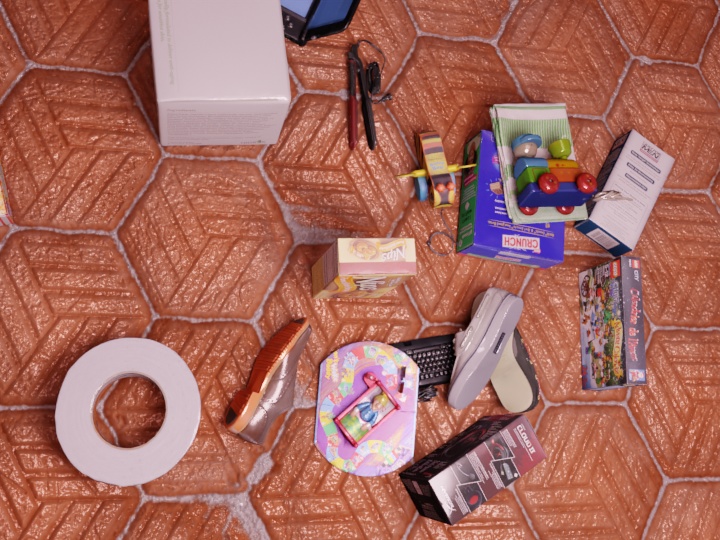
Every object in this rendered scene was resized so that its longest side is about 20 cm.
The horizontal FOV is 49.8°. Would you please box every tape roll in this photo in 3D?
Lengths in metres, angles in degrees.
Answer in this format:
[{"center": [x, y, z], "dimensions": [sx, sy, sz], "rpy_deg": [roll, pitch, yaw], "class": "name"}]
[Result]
[{"center": [-0.326, 0.199, 1.099], "dimensions": [0.196, 0.066, 0.205], "rpy_deg": [3, 76, -14], "class": "tape roll"}]

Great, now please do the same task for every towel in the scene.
[{"center": [0.296, -0.180, 1.285], "dimensions": [0.149, 0.023, 0.205], "rpy_deg": [-5, 79, -19], "class": "towel"}]

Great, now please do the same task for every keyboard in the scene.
[{"center": [0.087, 0.162, 1.227], "dimensions": [0.196, 0.040, 0.106], "rpy_deg": [-9, 80, -15], "class": "keyboard"}]

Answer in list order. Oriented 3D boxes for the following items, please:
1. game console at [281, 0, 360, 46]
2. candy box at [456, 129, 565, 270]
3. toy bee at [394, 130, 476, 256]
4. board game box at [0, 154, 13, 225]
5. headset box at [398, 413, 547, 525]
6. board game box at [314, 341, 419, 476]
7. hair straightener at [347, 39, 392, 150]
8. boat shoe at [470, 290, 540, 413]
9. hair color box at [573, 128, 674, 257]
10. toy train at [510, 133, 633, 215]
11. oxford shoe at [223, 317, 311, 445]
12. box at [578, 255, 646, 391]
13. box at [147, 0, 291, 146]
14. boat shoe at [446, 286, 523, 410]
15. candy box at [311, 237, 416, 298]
[{"center": [-0.075, -0.491, 1.288], "dimensions": [0.173, 0.116, 0.203], "rpy_deg": [25, 72, -8], "class": "game console"}, {"center": [0.258, -0.116, 1.312], "dimensions": [0.166, 0.077, 0.204], "rpy_deg": [10, 74, -14], "class": "candy box"}, {"center": [0.134, -0.146, 1.265], "dimensions": [0.129, 0.109, 0.202], "rpy_deg": [-29, 81, -10], "class": "toy bee"}, {"center": [-0.598, -0.155, 1.115], "dimensions": [0.148, 0.046, 0.204], "rpy_deg": [-11, 81, -17], "class": "board game box"}, {"center": [0.173, 0.288, 1.164], "dimensions": [0.198, 0.149, 0.076], "rpy_deg": [-29, 87, -19], "class": "headset box"}, {"center": [0.011, 0.209, 1.177], "dimensions": [0.154, 0.039, 0.205], "rpy_deg": [5, 81, -2], "class": "board game box"}, {"center": [0.015, -0.299, 1.315], "dimensions": [0.075, 0.041, 0.205], "rpy_deg": [1, 74, -14], "class": "hair straightener"}, {"center": [0.234, 0.133, 1.263], "dimensions": [0.073, 0.063, 0.205], "rpy_deg": [-26, 69, 24], "class": "boat shoe"}, {"center": [0.469, -0.137, 1.379], "dimensions": [0.099, 0.061, 0.202], "rpy_deg": [33, 73, -6], "class": "hair color box"}, {"center": [0.337, -0.159, 1.247], "dimensions": [0.196, 0.085, 0.118], "rpy_deg": [-3, 66, -19], "class": "toy train"}, {"center": [-0.125, 0.165, 1.166], "dimensions": [0.073, 0.071, 0.202], "rpy_deg": [39, 75, -24], "class": "oxford shoe"}, {"center": [0.411, 0.091, 1.275], "dimensions": [0.037, 0.137, 0.205], "rpy_deg": [5, 76, -13], "class": "box"}, {"center": [-0.218, -0.314, 1.182], "dimensions": [0.196, 0.171, 0.204], "rpy_deg": [-4, 79, -15], "class": "box"}, {"center": [0.181, 0.119, 1.224], "dimensions": [0.069, 0.071, 0.203], "rpy_deg": [27, 90, 38], "class": "boat shoe"}, {"center": [0.000, 0.000, 1.155], "dimensions": [0.113, 0.200, 0.057], "rpy_deg": [-1, 78, -15], "class": "candy box"}]
